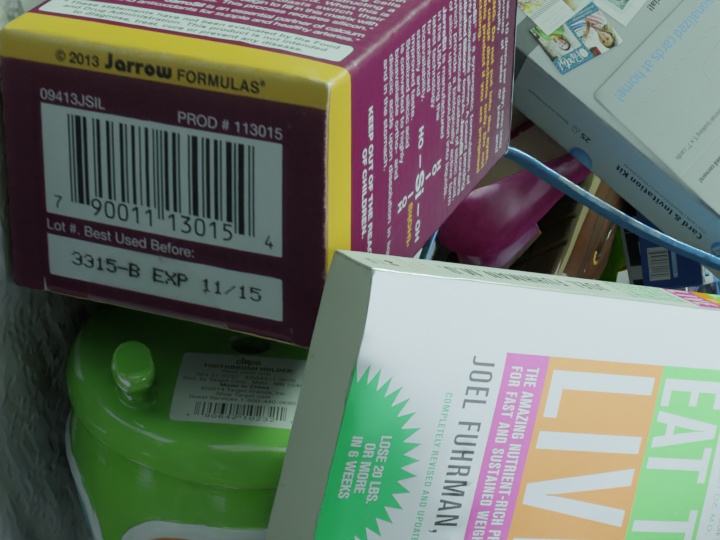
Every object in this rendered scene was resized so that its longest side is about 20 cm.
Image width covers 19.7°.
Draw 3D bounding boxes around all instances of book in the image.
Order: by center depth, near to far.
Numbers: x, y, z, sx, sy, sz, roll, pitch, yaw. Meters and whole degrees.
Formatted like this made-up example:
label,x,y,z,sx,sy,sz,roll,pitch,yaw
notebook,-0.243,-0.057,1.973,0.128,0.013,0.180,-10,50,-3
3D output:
label,x,y,z,sx,sy,sz,roll,pitch,yaw
book,0.063,0.067,0.746,0.199,0.048,0.135,5,104,-34

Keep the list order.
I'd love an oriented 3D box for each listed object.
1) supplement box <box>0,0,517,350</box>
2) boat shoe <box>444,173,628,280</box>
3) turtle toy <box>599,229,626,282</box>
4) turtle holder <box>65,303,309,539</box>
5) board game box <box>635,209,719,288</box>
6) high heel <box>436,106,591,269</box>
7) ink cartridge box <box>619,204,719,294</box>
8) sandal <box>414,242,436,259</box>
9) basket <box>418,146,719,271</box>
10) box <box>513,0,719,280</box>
label,x,y,z,sx,sy,sz,roll,pitch,yaw
supplement box,-0.031,-0.066,0.784,0.200,0.130,0.104,-46,141,-56
boat shoe,0.098,-0.010,1.053,0.068,0.072,0.201,48,58,-37
turtle toy,0.104,-0.014,1.210,0.146,0.100,0.202,-50,144,-55
turtle holder,-0.053,0.062,0.806,0.140,0.185,0.133,-10,119,-27
board game box,0.176,-0.094,1.101,0.135,0.034,0.202,-8,92,-64
high heel,0.101,-0.089,0.982,0.200,0.067,0.096,-47,159,-6
ink cartridge box,0.170,-0.066,1.164,0.099,0.039,0.202,-34,113,-59
sandal,-0.004,0.008,1.006,0.080,0.059,0.207,-64,178,3
basket,0.085,0.069,0.889,0.139,0.175,0.201,144,-29,-80
box,0.147,-0.111,0.964,0.156,0.200,0.041,-45,169,-26
